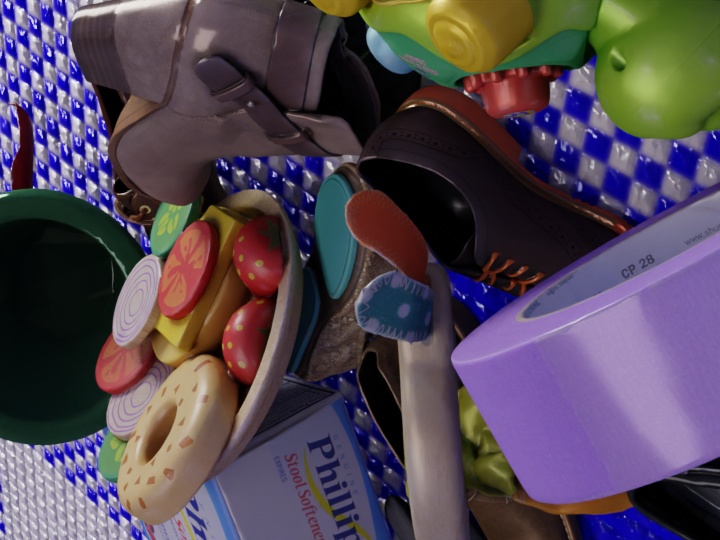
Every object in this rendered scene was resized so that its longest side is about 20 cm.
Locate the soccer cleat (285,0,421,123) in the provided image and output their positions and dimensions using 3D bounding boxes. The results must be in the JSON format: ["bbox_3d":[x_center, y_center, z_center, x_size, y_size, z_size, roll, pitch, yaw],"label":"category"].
[{"bbox_3d":[-0.015,-0.149,0.726,0.067,0.081,0.201,19,129,41],"label":"soccer cleat"}]

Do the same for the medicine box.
[{"bbox_3d":[-0.069,0.169,0.950,0.200,0.103,0.183,8,120,61],"label":"medicine box"}]

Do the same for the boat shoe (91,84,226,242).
[{"bbox_3d":[-0.134,-0.064,0.928,0.070,0.070,0.201,12,124,41],"label":"boat shoe"}]

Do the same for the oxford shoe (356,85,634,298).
[{"bbox_3d":[0.081,-0.005,0.711,0.200,0.073,0.071,39,136,8],"label":"oxford shoe"}]

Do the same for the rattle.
[{"bbox_3d":[0.073,0.050,0.688,0.142,0.130,0.200,7,125,17],"label":"rattle"}]

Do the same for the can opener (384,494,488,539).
[{"bbox_3d":[0.083,0.212,0.870,0.200,0.063,0.079,49,142,13],"label":"can opener"}]

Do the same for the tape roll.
[{"bbox_3d":[0.137,0.014,0.566,0.200,0.200,0.066,-27,93,52],"label":"tape roll"}]

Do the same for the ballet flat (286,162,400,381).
[{"bbox_3d":[0.000,0.000,0.818,0.200,0.065,0.071,116,144,-59],"label":"ballet flat"}]

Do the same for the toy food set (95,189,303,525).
[{"bbox_3d":[-0.102,0.042,0.847,0.198,0.049,0.200,29,96,61],"label":"toy food set"}]

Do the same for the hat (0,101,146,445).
[{"bbox_3d":[-0.211,0.003,1.021,0.165,0.176,0.201,13,102,-3],"label":"hat"}]

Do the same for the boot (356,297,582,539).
[{"bbox_3d":[0.062,0.118,0.824,0.074,0.075,0.200,-24,96,50],"label":"boot"}]

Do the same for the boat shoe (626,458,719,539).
[{"bbox_3d":[0.213,0.137,0.672,0.199,0.066,0.075,37,137,27],"label":"boat shoe"}]

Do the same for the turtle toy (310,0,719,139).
[{"bbox_3d":[0.077,-0.121,0.613,0.200,0.146,0.101,30,155,34],"label":"turtle toy"}]

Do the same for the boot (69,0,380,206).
[{"bbox_3d":[-0.061,-0.081,0.751,0.146,0.070,0.200,8,159,15],"label":"boot"}]
